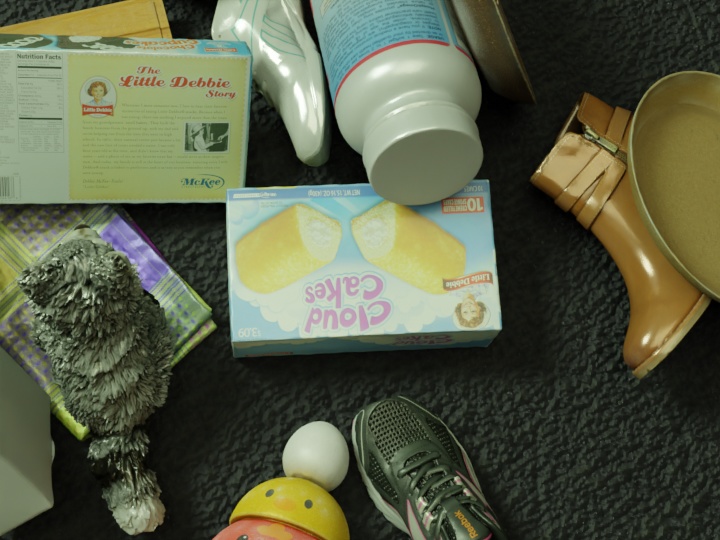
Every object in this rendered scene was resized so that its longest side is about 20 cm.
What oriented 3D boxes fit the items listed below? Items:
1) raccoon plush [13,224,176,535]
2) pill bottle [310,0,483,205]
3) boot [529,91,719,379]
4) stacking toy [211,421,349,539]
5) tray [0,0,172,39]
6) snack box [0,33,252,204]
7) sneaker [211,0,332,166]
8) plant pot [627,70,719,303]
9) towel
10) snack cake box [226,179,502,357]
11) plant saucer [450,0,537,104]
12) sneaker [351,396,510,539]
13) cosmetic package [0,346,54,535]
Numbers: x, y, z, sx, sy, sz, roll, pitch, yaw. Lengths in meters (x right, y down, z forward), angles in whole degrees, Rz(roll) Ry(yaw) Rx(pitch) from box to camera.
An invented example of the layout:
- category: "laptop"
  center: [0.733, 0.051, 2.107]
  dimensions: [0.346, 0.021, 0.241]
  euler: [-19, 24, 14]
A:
- category: "raccoon plush"
  center: [-0.161, 0.069, 0.758]
  dimensions: [0.096, 0.134, 0.202]
  euler: [-25, 80, -12]
- category: "pill bottle"
  center: [0.028, -0.152, 0.834]
  dimensions: [0.107, 0.109, 0.202]
  euler: [-7, 56, -7]
- category: "boot"
  center: [0.198, -0.033, 0.861]
  dimensions: [0.154, 0.077, 0.201]
  euler: [31, 70, -4]
- category: "stacking toy"
  center: [-0.056, 0.194, 0.781]
  dimensions: [0.144, 0.147, 0.202]
  euler: [17, 58, -1]
- category: "tray"
  center: [-0.238, -0.145, 0.866]
  dimensions: [0.197, 0.037, 0.100]
  euler: [-15, 64, -8]
- category: "snack box"
  center: [-0.180, -0.108, 0.822]
  dimensions: [0.197, 0.037, 0.118]
  euler: [-1, 118, -16]
- category: "sneaker"
  center: [-0.071, -0.167, 0.886]
  dimensions: [0.079, 0.071, 0.202]
  euler: [-15, 70, -3]
- category: "plant pot"
  center: [0.276, -0.056, 0.851]
  dimensions: [0.198, 0.027, 0.203]
  euler: [11, 63, -23]
- category: "towel"
  center: [-0.221, 0.010, 0.848]
  dimensions: [0.143, 0.023, 0.200]
  euler: [-41, 83, -13]
- category: "snack cake box"
  center: [0.000, 0.000, 0.847]
  dimensions: [0.197, 0.067, 0.117]
  euler: [-3, 76, -6]
- category: "plant saucer"
  center: [0.083, -0.214, 0.849]
  dimensions: [0.032, 0.200, 0.203]
  euler: [-20, 78, 12]
- category: "sneaker"
  center: [0.067, 0.174, 0.800]
  dimensions: [0.080, 0.086, 0.201]
  euler: [-32, 80, -13]
- category: "cosmetic package"
  center: [-0.284, 0.076, 0.721]
  dimensions: [0.080, 0.201, 0.113]
  euler: [-28, 36, 4]
